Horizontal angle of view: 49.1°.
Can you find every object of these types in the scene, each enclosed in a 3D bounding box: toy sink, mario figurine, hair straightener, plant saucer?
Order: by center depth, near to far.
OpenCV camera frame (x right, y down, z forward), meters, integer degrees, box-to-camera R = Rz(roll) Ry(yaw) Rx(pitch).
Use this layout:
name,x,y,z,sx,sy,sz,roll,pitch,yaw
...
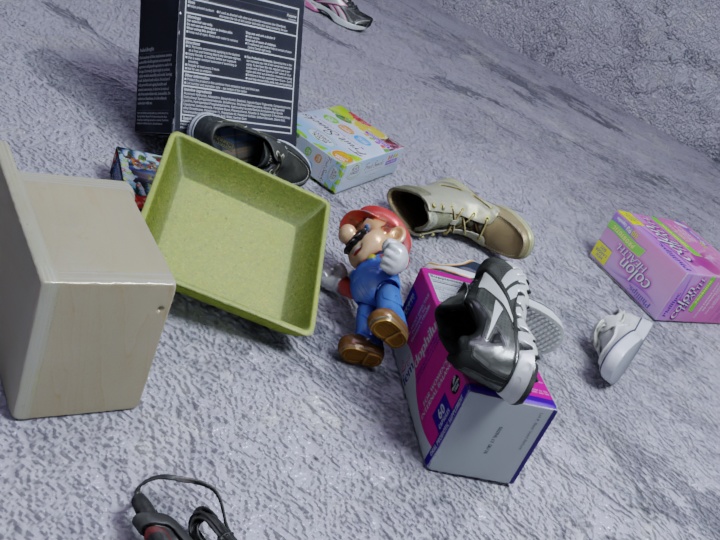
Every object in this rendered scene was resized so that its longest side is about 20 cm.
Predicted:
name,x,y,z,sx,sy,sz,roll,pitch,yaw
hair straightener,-0.093,0.212,0.537,0.076,0.042,0.199,-8,39,-47
toy sink,-0.243,0.001,0.657,0.110,0.132,0.201,1,36,-38
plant saucer,-0.136,-0.030,0.833,0.196,0.048,0.203,23,44,-18
mario figurine,0.000,0.000,0.869,0.121,0.107,0.203,-12,43,11

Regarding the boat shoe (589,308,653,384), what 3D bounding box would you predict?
name,x,y,z,sx,sy,sz,roll,pitch,yaw
boat shoe,0.342,0.092,1.060,0.065,0.073,0.199,31,27,21

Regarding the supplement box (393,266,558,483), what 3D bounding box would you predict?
name,x,y,z,sx,sy,sz,roll,pitch,yaw
supplement box,0.107,0.101,0.812,0.101,0.103,0.201,14,30,-18

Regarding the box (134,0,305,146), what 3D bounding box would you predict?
name,x,y,z,sx,sy,sz,roll,pitch,yaw
box,-0.188,-0.278,1.065,0.197,0.204,0.122,-1,9,-42

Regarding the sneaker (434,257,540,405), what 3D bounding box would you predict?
name,x,y,z,sx,sy,sz,roll,pitch,yaw
sneaker,0.113,0.037,0.745,0.089,0.067,0.201,21,31,-9

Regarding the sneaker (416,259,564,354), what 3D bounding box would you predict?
name,x,y,z,sx,sy,sz,roll,pitch,yaw
sneaker,0.162,0.038,0.988,0.196,0.079,0.080,20,34,-9

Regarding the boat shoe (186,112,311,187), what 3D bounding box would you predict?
name,x,y,z,sx,sy,sz,roll,pitch,yaw
boat shoe,-0.133,-0.147,1.023,0.198,0.070,0.056,17,5,-44

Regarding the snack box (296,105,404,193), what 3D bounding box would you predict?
name,x,y,z,sx,sy,sz,roll,pitch,yaw
snack box,-0.035,-0.196,1.239,0.141,0.054,0.199,35,29,17

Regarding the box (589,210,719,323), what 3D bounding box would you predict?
name,x,y,z,sx,sy,sz,roll,pitch,yaw
box,0.529,-0.005,1.348,0.196,0.098,0.177,4,35,-34

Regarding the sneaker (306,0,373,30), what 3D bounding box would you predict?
name,x,y,z,sx,sy,sz,roll,pitch,yaw
sneaker,-0.055,-0.680,1.995,0.196,0.087,0.081,23,29,-7

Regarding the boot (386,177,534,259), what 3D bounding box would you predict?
name,x,y,z,sx,sy,sz,roll,pitch,yaw
boot,0.147,-0.072,1.168,0.199,0.073,0.153,38,29,31

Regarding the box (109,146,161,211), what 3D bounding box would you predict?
name,x,y,z,sx,sy,sz,roll,pitch,yaw
box,-0.187,-0.077,0.928,0.196,0.040,0.138,9,34,-30
